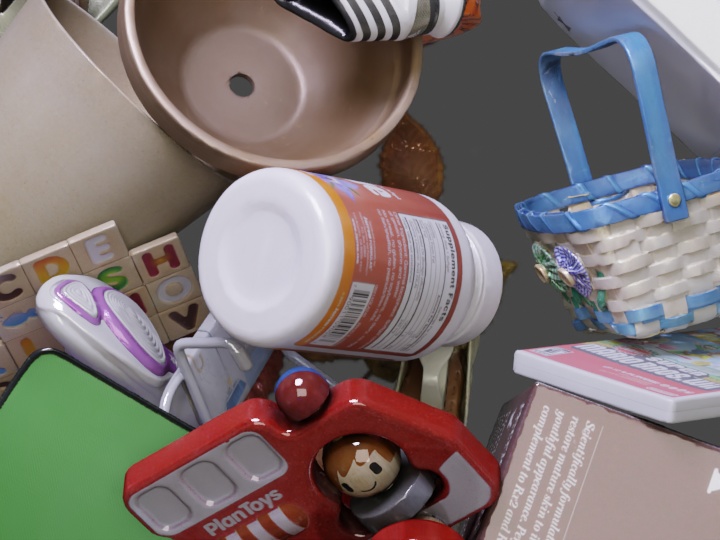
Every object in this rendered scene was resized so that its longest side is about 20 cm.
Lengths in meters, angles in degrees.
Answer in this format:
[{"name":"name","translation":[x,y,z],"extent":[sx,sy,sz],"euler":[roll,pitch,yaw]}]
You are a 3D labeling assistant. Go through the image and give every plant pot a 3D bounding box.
[{"name":"plant pot","translation":[-0.067,-0.138,1.652],"extent":[0.201,0.093,0.201],"euler":[8,65,-17]},{"name":"plant pot","translation":[-0.213,-0.053,1.692],"extent":[0.187,0.187,0.200],"euler":[45,97,3]}]

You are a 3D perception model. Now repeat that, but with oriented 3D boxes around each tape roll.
[{"name":"tape roll","translation":[-0.218,0.200,1.665],"extent":[0.200,0.066,0.200],"euler":[-2,110,-6]}]

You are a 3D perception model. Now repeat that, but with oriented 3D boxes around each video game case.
[{"name":"video game case","translation":[0.220,0.067,1.662],"extent":[0.200,0.143,0.017],"euler":[-4,104,-40]}]

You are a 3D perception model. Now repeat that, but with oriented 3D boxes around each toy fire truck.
[{"name":"toy fire truck","translation":[-0.025,0.139,1.562],"extent":[0.200,0.112,0.168],"euler":[-30,121,24]}]

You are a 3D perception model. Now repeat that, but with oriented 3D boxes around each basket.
[{"name":"basket","translation":[0.178,-0.057,1.701],"extent":[0.139,0.176,0.200],"euler":[-12,93,-13]}]

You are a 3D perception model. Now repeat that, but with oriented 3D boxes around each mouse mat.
[{"name":"mouse mat","translation":[-0.190,0.161,1.616],"extent":[0.161,0.008,0.200],"euler":[32,102,-17]}]

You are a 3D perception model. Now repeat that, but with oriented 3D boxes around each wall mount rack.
[{"name":"wall mount rack","translation":[-0.053,0.078,1.687],"extent":[0.075,0.200,0.174],"euler":[-1,127,28]}]

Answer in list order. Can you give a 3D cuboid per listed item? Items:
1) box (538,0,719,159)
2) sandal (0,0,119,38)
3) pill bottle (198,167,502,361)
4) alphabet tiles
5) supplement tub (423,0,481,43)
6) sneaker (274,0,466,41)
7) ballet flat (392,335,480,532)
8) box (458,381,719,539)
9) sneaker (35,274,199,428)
[{"name":"box","translation":[0.240,-0.179,1.705],"extent":[0.200,0.199,0.131],"euler":[44,84,2]},{"name":"sandal","translation":[-0.217,-0.186,1.754],"extent":[0.080,0.057,0.201],"euler":[34,83,1]},{"name":"pill bottle","translation":[0.000,0.000,1.614],"extent":[0.112,0.200,0.112],"euler":[-5,82,37]},{"name":"alphabet tiles","translation":[-0.201,0.043,1.682],"extent":[0.200,0.167,0.008],"euler":[-22,51,-3]},{"name":"supplement tub","translation":[0.020,-0.259,1.743],"extent":[0.122,0.123,0.200],"euler":[-10,84,-4]},{"name":"sneaker","translation":[-0.016,-0.236,1.615],"extent":[0.115,0.076,0.201],"euler":[-11,71,-30]},{"name":"ballet flat","translation":[0.042,0.099,1.710],"extent":[0.067,0.062,0.200],"euler":[4,68,5]},{"name":"box","translation":[0.152,0.181,1.659],"extent":[0.164,0.200,0.166],"euler":[21,82,0]},{"name":"sneaker","translation":[-0.163,0.079,1.672],"extent":[0.100,0.200,0.075],"euler":[-32,46,11]}]
